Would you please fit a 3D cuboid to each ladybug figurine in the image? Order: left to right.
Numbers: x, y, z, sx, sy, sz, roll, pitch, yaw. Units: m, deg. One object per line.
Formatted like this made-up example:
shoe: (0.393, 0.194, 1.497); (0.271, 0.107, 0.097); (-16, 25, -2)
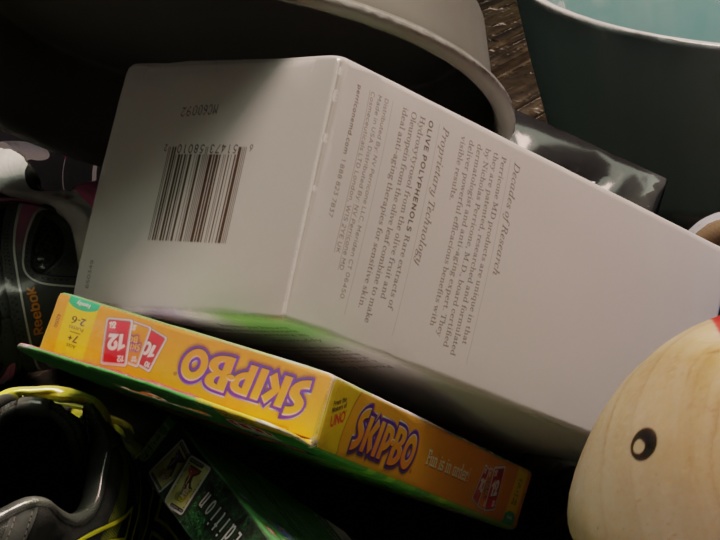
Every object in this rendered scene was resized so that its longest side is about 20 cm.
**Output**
ladybug figurine: (0.157, 0.049, 0.650); (0.198, 0.073, 0.136); (-3, 19, -4)

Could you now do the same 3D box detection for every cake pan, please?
cake pan: (-0.046, -0.073, 0.776); (0.198, 0.037, 0.200); (6, -16, 2)

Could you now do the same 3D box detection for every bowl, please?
bowl: (0.166, -0.085, 1.104); (0.199, 0.106, 0.201); (4, 23, -2)

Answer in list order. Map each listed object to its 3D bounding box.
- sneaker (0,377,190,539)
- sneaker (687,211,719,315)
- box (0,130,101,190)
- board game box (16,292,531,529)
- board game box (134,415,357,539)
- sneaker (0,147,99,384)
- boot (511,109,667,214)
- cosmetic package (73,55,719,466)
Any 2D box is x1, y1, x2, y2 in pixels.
sneaker: (-0.088, 0.068, 0.720); (0.074, 0.085, 0.200); (6, 23, 3)
sneaker: (0.215, -0.007, 0.970); (0.198, 0.072, 0.113); (7, 25, -12)
box: (-0.199, -0.071, 0.998); (0.199, 0.116, 0.132); (-15, 28, -40)
board game box: (-0.021, 0.046, 0.734); (0.095, 0.030, 0.200); (15, -4, 25)
board game box: (0.012, 0.113, 0.637); (0.105, 0.024, 0.200); (35, 4, -33)
sneaker: (-0.146, 0.001, 0.830); (0.086, 0.081, 0.200); (-15, 5, -28)
boot: (0.000, -0.001, 0.903); (0.199, 0.166, 0.066); (26, -3, -4)
cosmetic package: (0.018, 0.002, 0.766); (0.107, 0.086, 0.199); (3, -13, 45)
